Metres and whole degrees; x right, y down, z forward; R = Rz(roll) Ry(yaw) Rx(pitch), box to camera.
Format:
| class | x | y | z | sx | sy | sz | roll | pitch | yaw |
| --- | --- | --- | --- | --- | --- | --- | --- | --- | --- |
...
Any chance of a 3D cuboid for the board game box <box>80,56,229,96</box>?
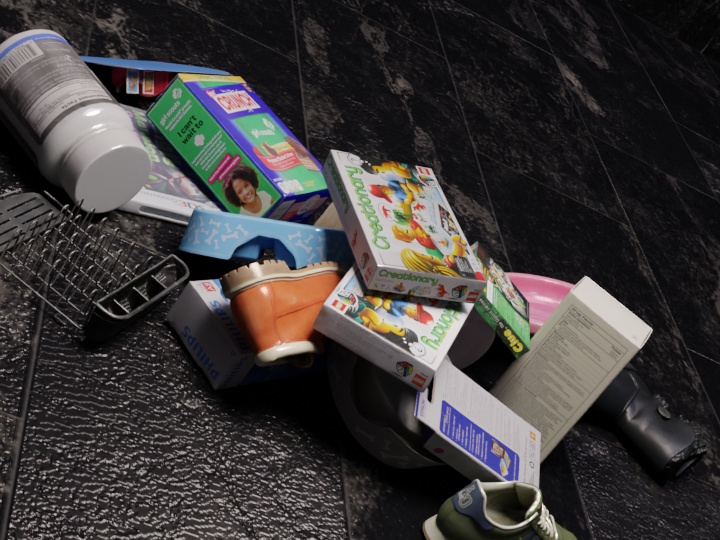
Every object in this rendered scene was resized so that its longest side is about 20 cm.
| class | x | y | z | sx | sy | sz | roll | pitch | yaw |
| --- | --- | --- | --- | --- | --- | --- | --- | --- | --- |
| board game box | -0.269 | -0.242 | 1.708 | 0.200 | 0.039 | 0.158 | -3 | 14 | -43 |

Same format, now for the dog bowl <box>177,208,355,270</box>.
| class | x | y | z | sx | sy | sz | roll | pitch | yaw |
| --- | --- | --- | --- | --- | --- | --- | --- | --- | --- |
| dog bowl | -0.099 | -0.032 | 1.487 | 0.200 | 0.050 | 0.111 | 8 | 3 | 1 |

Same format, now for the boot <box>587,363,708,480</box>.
| class | x | y | z | sx | sy | sz | roll | pitch | yaw |
| --- | --- | --- | --- | --- | --- | --- | --- | --- | --- |
| boot | 0.342 | 0.186 | 1.706 | 0.200 | 0.076 | 0.168 | 9 | 33 | -51 |

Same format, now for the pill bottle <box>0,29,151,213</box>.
| class | x | y | z | sx | sy | sz | roll | pitch | yaw |
| --- | --- | --- | --- | --- | --- | --- | --- | --- | --- |
| pill bottle | -0.319 | -0.162 | 1.468 | 0.114 | 0.114 | 0.200 | -4 | 45 | -51 |

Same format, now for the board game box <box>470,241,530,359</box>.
| class | x | y | z | sx | sy | sz | roll | pitch | yaw |
| --- | --- | --- | --- | --- | --- | --- | --- | --- | --- |
| board game box | 0.159 | 0.031 | 1.578 | 0.105 | 0.023 | 0.200 | 52 | 14 | -6 |

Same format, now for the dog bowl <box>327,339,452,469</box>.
| class | x | y | z | sx | sy | sz | roll | pitch | yaw |
| --- | --- | --- | --- | --- | --- | --- | --- | --- | --- |
| dog bowl | 0.045 | 0.120 | 1.435 | 0.200 | 0.059 | 0.200 | 32 | 43 | -36 |

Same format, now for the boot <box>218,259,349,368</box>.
| class | x | y | z | sx | sy | sz | roll | pitch | yaw |
| --- | --- | --- | --- | --- | --- | --- | --- | --- | --- |
| boot | -0.061 | 0.049 | 1.373 | 0.200 | 0.075 | 0.107 | -4 | 69 | -58 |

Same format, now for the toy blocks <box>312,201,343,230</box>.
| class | x | y | z | sx | sy | sz | roll | pitch | yaw |
| --- | --- | --- | --- | --- | --- | --- | --- | --- | --- |
| toy blocks | 0.000 | 0.000 | 1.561 | 0.200 | 0.137 | 0.100 | 50 | 18 | 30 |

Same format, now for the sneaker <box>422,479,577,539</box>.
| class | x | y | z | sx | sy | sz | roll | pitch | yaw |
| --- | --- | --- | --- | --- | --- | --- | --- | --- | --- |
| sneaker | 0.167 | 0.260 | 1.379 | 0.200 | 0.090 | 0.067 | 16 | 33 | -32 |

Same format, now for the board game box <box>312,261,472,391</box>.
| class | x | y | z | sx | sy | sz | roll | pitch | yaw |
| --- | --- | --- | --- | --- | --- | --- | --- | --- | --- |
| board game box | 0.044 | 0.033 | 1.377 | 0.126 | 0.035 | 0.200 | 31 | 32 | 4 |

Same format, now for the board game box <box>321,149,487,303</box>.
| class | x | y | z | sx | sy | sz | roll | pitch | yaw |
| --- | --- | --- | --- | --- | --- | --- | --- | --- | --- |
| board game box | 0.042 | -0.047 | 1.409 | 0.126 | 0.035 | 0.200 | 8 | 36 | -25 |

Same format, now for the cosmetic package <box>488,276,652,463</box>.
| class | x | y | z | sx | sy | sz | roll | pitch | yaw |
| --- | --- | --- | --- | --- | --- | --- | --- | --- | --- |
| cosmetic package | 0.232 | 0.117 | 1.557 | 0.104 | 0.200 | 0.073 | 41 | 26 | 9 |

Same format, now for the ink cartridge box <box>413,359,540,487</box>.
| class | x | y | z | sx | sy | sz | roll | pitch | yaw |
| --- | --- | --- | --- | --- | --- | --- | --- | --- | --- |
| ink cartridge box | 0.116 | 0.167 | 1.410 | 0.200 | 0.037 | 0.095 | 40 | 41 | -31 |

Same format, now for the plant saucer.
| class | x | y | z | sx | sy | sz | roll | pitch | yaw |
| --- | --- | --- | --- | --- | --- | --- | --- | --- | --- |
| plant saucer | 0.241 | 0.061 | 1.760 | 0.200 | 0.051 | 0.201 | 10 | 19 | -3 |

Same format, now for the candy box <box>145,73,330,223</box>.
| class | x | y | z | sx | sy | sz | roll | pitch | yaw |
| --- | --- | --- | --- | --- | --- | --- | --- | --- | --- |
| candy box | -0.142 | -0.146 | 1.647 | 0.200 | 0.077 | 0.169 | 47 | 21 | 9 |

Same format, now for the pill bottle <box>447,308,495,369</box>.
| class | x | y | z | sx | sy | sz | roll | pitch | yaw |
| --- | --- | --- | --- | --- | --- | --- | --- | --- | --- |
| pill bottle | 0.079 | 0.019 | 1.635 | 0.114 | 0.114 | 0.200 | 16 | 33 | -32 |

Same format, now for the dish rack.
| class | x | y | z | sx | sy | sz | roll | pitch | yaw |
| --- | --- | --- | --- | --- | --- | --- | --- | --- | --- |
| dish rack | -0.288 | -0.018 | 1.348 | 0.200 | 0.055 | 0.153 | 38 | 27 | 6 |

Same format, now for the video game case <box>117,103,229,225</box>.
| class | x | y | z | sx | sy | sz | roll | pitch | yaw |
| --- | --- | --- | --- | --- | --- | --- | --- | --- | --- |
| video game case | -0.246 | -0.128 | 1.601 | 0.182 | 0.023 | 0.200 | 14 | 35 | -36 |

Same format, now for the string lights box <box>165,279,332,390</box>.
| class | x | y | z | sx | sy | sz | roll | pitch | yaw |
| --- | --- | --- | --- | --- | --- | --- | --- | --- | --- |
| string lights box | -0.098 | 0.061 | 1.430 | 0.200 | 0.059 | 0.103 | -5 | 50 | -51 |
